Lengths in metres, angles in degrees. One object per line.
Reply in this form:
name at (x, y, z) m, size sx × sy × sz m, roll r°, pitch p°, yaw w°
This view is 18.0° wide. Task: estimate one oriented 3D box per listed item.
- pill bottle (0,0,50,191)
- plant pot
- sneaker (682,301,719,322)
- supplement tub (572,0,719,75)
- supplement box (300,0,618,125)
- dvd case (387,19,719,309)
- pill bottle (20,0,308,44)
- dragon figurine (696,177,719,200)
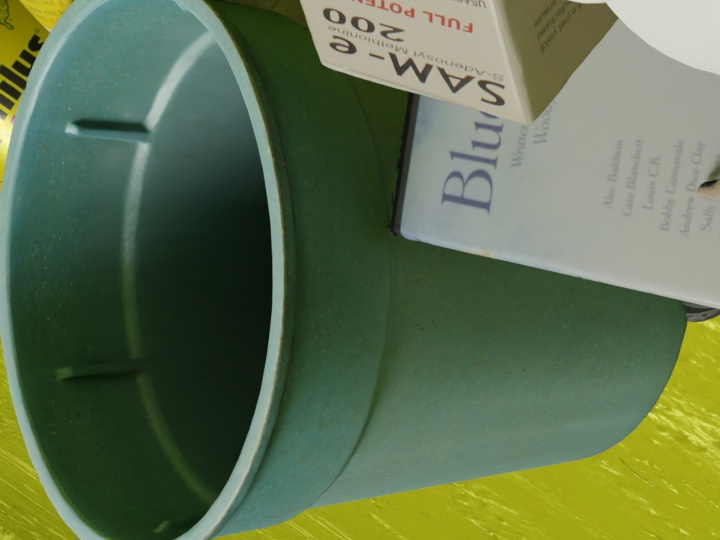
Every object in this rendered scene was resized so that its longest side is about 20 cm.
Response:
pill bottle at (-0.186, -0.109, 1.087) m, size 0.200 × 0.104 × 0.104 m, roll 34°, pitch 162°, yaw -7°
plant pot at (0.000, 0.000, 0.817) m, size 0.196 × 0.201 × 0.200 m, roll 1°, pitch -179°, yaw -34°
sneaker at (0.136, -0.021, 0.872) m, size 0.083 × 0.071 × 0.199 m, roll 27°, pitch 168°, yaw -32°
supplement tub at (0.124, -0.102, 0.432) m, size 0.199 × 0.146 × 0.145 m, roll 6°, pitch 170°, yaw -21°
supplement box at (0.026, -0.153, 0.543) m, size 0.073 × 0.126 × 0.200 m, roll 19°, pitch 144°, yaw 34°
dvd case at (0.097, -0.063, 0.641) m, size 0.200 × 0.143 × 0.018 m, roll 13°, pitch -172°, yaw 40°
pill bottle at (-0.097, -0.149, 0.831) m, size 0.111 × 0.111 × 0.200 m, roll 14°, pitch 154°, yaw 43°
dragon figurine at (0.117, -0.108, 0.567) m, size 0.059 × 0.099 × 0.200 m, roll 24°, pitch 142°, yaw 38°
